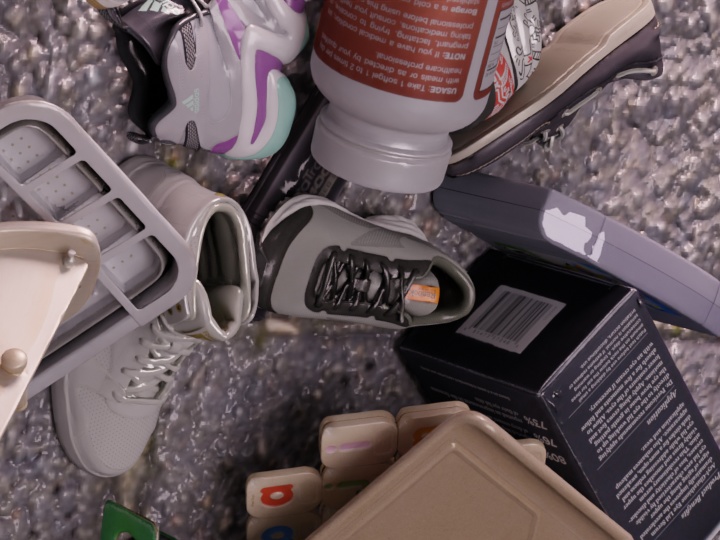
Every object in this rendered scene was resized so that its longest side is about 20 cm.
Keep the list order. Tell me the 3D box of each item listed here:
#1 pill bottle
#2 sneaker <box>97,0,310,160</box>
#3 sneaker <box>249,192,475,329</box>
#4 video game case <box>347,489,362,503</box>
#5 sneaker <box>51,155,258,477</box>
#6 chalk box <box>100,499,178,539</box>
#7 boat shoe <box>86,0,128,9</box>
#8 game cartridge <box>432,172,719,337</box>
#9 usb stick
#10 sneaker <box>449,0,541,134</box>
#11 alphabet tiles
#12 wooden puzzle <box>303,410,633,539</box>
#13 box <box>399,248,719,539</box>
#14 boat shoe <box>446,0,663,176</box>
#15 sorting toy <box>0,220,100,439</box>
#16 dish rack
[{"bbox_3d":[0.032,-0.154,1.664,0.112,0.112,0.201,-1,117,-35],"label":"pill bottle"},{"bbox_3d":[-0.095,-0.166,1.663,0.139,0.078,0.201,2,102,-36],"label":"sneaker"},{"bbox_3d":[0.000,0.000,1.746,0.200,0.079,0.074,2,111,-53],"label":"sneaker"},{"bbox_3d":[0.015,0.246,1.847,0.200,0.026,0.181,28,111,-37],"label":"video game case"},{"bbox_3d":[-0.122,0.041,1.680,0.073,0.115,0.201,2,103,-38],"label":"sneaker"},{"bbox_3d":[-0.140,0.244,1.721,0.123,0.124,0.201,-18,112,-30],"label":"chalk box"},{"bbox_3d":[-0.109,-0.241,1.598,0.071,0.069,0.201,40,53,-51],"label":"boat shoe"},{"bbox_3d":[0.157,-0.009,1.853,0.199,0.133,0.041,27,79,-37],"label":"game cartridge"},{"bbox_3d":[-0.035,-0.059,1.765,0.055,0.033,0.201,35,82,-33],"label":"usb stick"},{"bbox_3d":[0.048,-0.194,1.772,0.108,0.067,0.202,-37,106,-51],"label":"sneaker"},{"bbox_3d":[0.022,0.157,1.807,0.194,0.015,0.201,-8,137,-8],"label":"alphabet tiles"},{"bbox_3d":[0.049,0.183,1.774,0.200,0.037,0.185,-38,131,15],"label":"wooden puzzle"},{"bbox_3d":[0.142,0.102,1.864,0.104,0.148,0.200,-45,126,-21],"label":"box"},{"bbox_3d":[0.129,-0.109,1.843,0.200,0.072,0.063,-38,119,-27],"label":"boat shoe"},{"bbox_3d":[-0.233,0.090,1.552,0.181,0.106,0.201,102,8,-47],"label":"sorting toy"},{"bbox_3d":[-0.214,-0.008,1.604,0.199,0.044,0.172,-33,126,12],"label":"dish rack"}]
